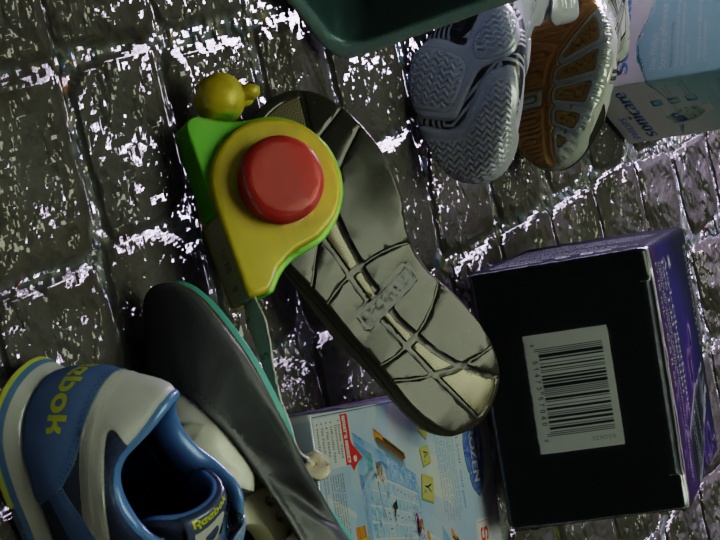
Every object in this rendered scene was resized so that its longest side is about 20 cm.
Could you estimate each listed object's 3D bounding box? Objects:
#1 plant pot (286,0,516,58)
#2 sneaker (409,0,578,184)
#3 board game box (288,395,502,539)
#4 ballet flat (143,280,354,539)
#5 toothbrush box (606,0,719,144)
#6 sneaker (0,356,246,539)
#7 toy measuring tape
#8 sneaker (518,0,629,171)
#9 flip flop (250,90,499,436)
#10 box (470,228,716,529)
[{"bbox_3d":[0.027,-0.269,1.070,0.196,0.194,0.201,47,34,-46],"label":"plant pot"},{"bbox_3d":[0.086,-0.142,1.244,0.115,0.075,0.202,19,63,-55],"label":"sneaker"},{"bbox_3d":[0.019,0.167,1.086,0.199,0.041,0.202,-3,86,-61],"label":"board game box"},{"bbox_3d":[-0.054,0.102,0.937,0.201,0.073,0.073,60,35,-14],"label":"ballet flat"},{"bbox_3d":[0.268,-0.185,1.453,0.085,0.198,0.148,41,48,-51],"label":"toothbrush box"},{"bbox_3d":[-0.087,0.128,0.868,0.074,0.082,0.201,-55,132,-52],"label":"sneaker"},{"bbox_3d":[-0.031,-0.002,0.985,0.073,0.073,0.202,-13,82,-60],"label":"toy measuring tape"},{"bbox_3d":[0.151,-0.146,1.360,0.088,0.075,0.202,43,48,-48],"label":"sneaker"},{"bbox_3d":[0.000,0.000,1.067,0.081,0.057,0.201,-41,105,-20],"label":"flip flop"},{"bbox_3d":[0.143,0.058,1.212,0.200,0.103,0.149,-22,102,-74],"label":"box"}]
